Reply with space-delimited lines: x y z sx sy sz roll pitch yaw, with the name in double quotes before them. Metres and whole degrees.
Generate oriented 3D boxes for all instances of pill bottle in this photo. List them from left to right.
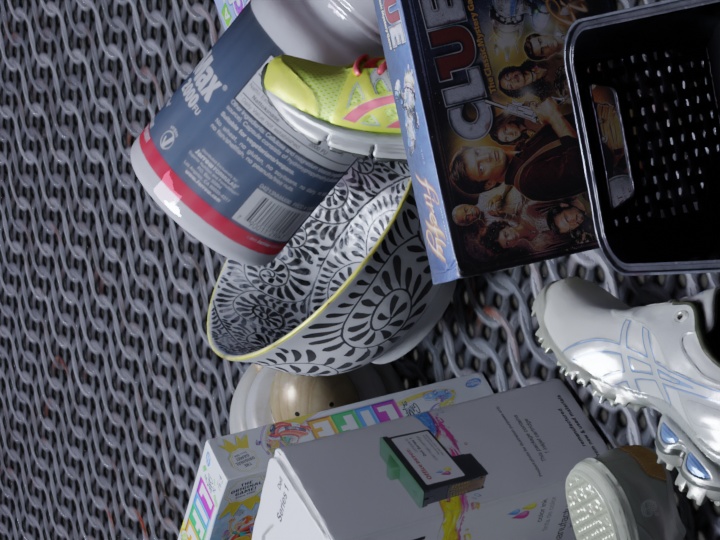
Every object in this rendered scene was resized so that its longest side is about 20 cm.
"pill bottle" -0.042 -0.112 1.644 0.200 0.120 0.120 -49 48 16

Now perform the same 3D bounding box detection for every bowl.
"bowl" 0.000 0.000 1.689 0.094 0.201 0.201 39 167 -24

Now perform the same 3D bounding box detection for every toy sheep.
"toy sheep" -0.028 0.102 1.802 0.200 0.138 0.138 64 -175 -72

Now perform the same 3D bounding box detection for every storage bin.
"storage bin" 0.197 -0.073 1.285 0.200 0.094 0.135 -3 99 65

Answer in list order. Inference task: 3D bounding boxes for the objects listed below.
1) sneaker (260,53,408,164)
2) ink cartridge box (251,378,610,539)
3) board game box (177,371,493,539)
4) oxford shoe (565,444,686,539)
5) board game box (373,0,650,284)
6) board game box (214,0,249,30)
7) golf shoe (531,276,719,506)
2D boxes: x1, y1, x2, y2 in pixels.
"sneaker" 0.041 -0.109 1.535 0.078 0.200 0.090 -61 -18 -69
"ink cartridge box" 0.041 0.161 1.592 0.084 0.200 0.145 57 149 37
"board game box" -0.016 0.140 1.701 0.034 0.200 0.135 61 151 32
"oxford shoe" 0.165 0.180 1.520 0.075 0.058 0.200 38 150 45
"board game box" 0.085 -0.104 1.455 0.035 0.135 0.200 -9 93 65
"board game box" -0.042 -0.188 1.797 0.151 0.037 0.200 70 155 14
"golf shoe" 0.175 0.042 1.434 0.200 0.078 0.097 43 121 42
